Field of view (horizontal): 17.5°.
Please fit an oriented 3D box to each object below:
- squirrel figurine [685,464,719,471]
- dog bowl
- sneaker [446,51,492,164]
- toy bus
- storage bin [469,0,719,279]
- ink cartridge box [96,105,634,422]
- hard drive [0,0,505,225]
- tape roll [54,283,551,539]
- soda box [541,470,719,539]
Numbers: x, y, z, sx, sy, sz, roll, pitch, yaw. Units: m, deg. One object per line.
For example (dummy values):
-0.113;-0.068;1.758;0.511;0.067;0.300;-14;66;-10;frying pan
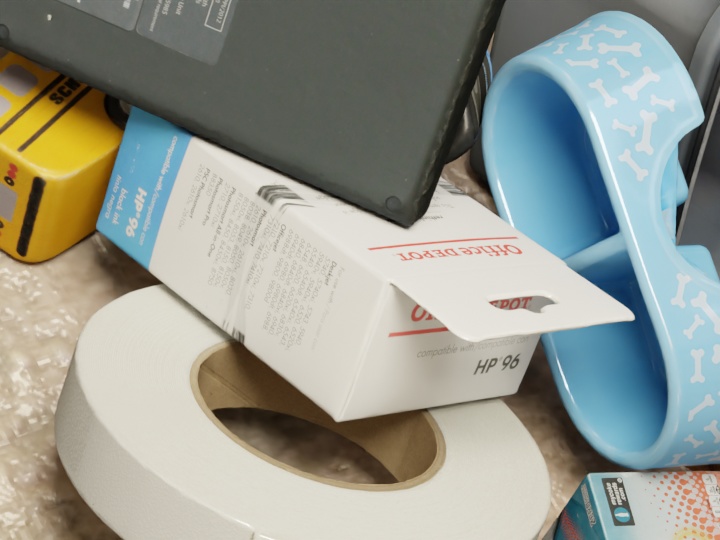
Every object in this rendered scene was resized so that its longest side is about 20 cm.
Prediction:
0.215;0.023;1.024;0.187;0.200;0.142;-41;32;-21;squirrel figurine
0.109;-0.009;0.983;0.050;0.111;0.200;-14;83;-27;dog bowl
-0.011;-0.121;0.989;0.200;0.071;0.083;44;23;-26;sneaker
-0.103;-0.088;1.056;0.078;0.065;0.200;33;50;9;toy bus
0.139;-0.093;1.072;0.134;0.200;0.146;36;49;24;storage bin
0.000;0.000;0.965;0.116;0.068;0.200;-6;34;-47;ink cartridge box
-0.043;-0.119;0.927;0.200;0.140;0.033;24;21;11;hard drive
-0.022;0.071;0.931;0.203;0.037;0.203;17;24;-8;tape roll
0.133;0.181;0.943;0.068;0.064;0.200;1;54;-20;soda box
